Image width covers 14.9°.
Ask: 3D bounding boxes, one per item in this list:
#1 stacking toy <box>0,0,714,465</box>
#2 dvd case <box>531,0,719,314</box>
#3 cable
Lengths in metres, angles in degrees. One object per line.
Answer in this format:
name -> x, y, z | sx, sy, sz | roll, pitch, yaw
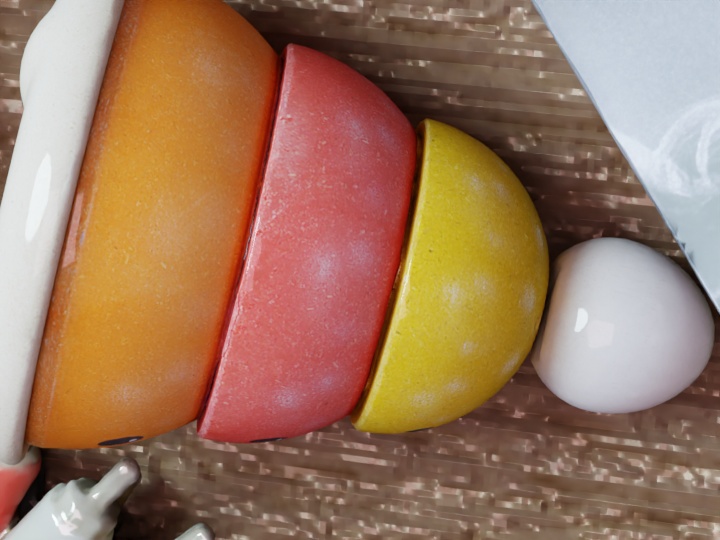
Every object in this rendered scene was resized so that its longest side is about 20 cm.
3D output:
stacking toy -> 0.000, 0.000, 0.750 | 0.200, 0.146, 0.146 | 13, 105, -3
dvd case -> 0.152, -0.080, 0.711 | 0.200, 0.016, 0.149 | -36, 70, 18
cable -> -0.130, 0.117, 0.835 | 0.097, 0.050, 0.200 | 40, 108, 9
